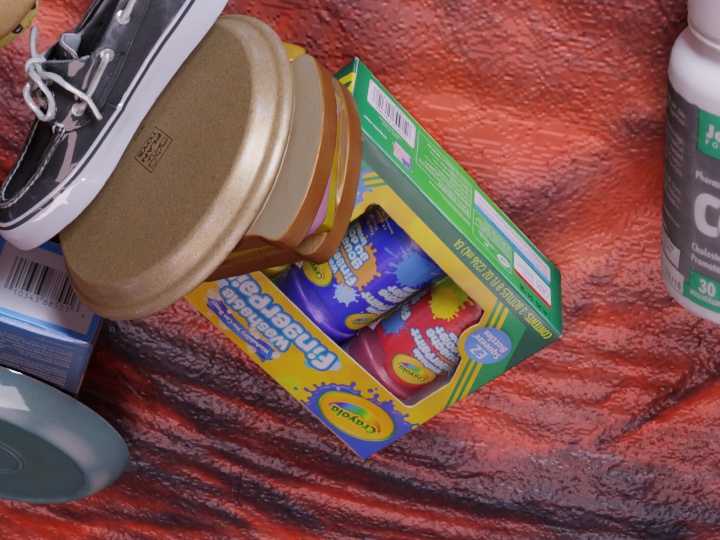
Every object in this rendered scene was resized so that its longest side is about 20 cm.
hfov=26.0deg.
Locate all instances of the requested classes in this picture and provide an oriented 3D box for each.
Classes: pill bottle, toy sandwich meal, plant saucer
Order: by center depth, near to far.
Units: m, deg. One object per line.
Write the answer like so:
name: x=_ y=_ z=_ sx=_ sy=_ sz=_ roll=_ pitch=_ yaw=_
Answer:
pill bottle: x=0.224 y=-0.077 z=0.858 sx=0.112 sy=0.114 sz=0.202 roll=-1 pitch=126 yaw=7
toy sandwich meal: x=-0.087 y=-0.054 z=0.874 sx=0.204 sy=0.207 sz=0.070 roll=-35 pitch=136 yaw=27
plant saucer: x=-0.254 y=0.112 z=1.050 sx=0.198 sy=0.028 sz=0.201 roll=11 pitch=151 yaw=6

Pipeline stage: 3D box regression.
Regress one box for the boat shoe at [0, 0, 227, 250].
boat shoe: x=-0.152 y=-0.104 z=0.858 sx=0.068 sy=0.074 sz=0.200 roll=32 pitch=105 yaw=-34

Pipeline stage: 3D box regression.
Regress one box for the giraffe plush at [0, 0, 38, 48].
giraffe plush: x=-0.233 y=-0.169 z=0.808 sx=0.173 sy=0.200 sz=0.162 roll=-45 pitch=119 yaw=4

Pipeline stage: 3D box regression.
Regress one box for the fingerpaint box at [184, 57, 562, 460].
fingerpaint box: x=0.000 y=0.000 z=0.961 sx=0.166 sy=0.074 sz=0.200 roll=-33 pitch=116 yaw=26

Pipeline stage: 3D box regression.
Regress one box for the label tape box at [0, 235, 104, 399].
label tape box: x=-0.245 y=0.039 z=1.011 sx=0.143 sy=0.064 sz=0.200 roll=19 pitch=151 yaw=-8
